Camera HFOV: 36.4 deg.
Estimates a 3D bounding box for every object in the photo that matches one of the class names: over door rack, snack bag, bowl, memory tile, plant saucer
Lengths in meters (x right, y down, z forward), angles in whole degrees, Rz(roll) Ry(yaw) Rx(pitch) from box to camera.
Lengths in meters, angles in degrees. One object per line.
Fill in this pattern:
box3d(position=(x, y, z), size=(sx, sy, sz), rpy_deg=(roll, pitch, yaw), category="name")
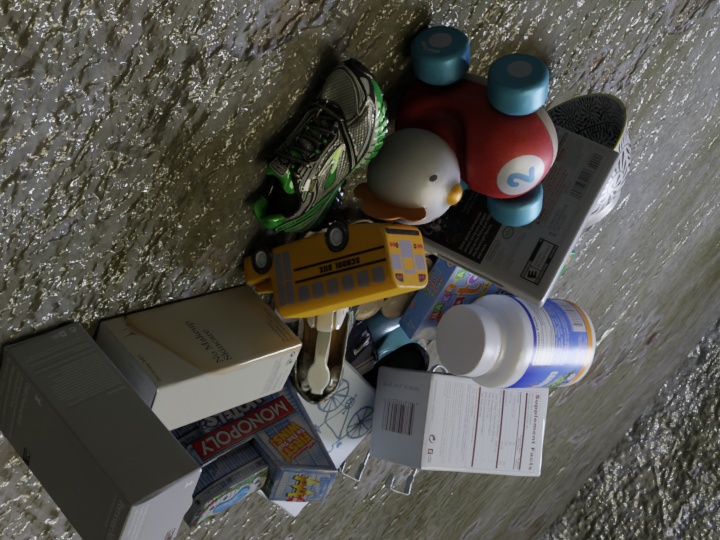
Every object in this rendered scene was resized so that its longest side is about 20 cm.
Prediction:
box3d(position=(0.072, 0.222, 1.518), size=(0.067, 0.147, 0.201), rpy_deg=(43, 68, -22), category="over door rack")
box3d(position=(-0.062, 0.206, 1.357), size=(0.201, 0.021, 0.189), rpy_deg=(-49, 143, -5), category="snack bag")
box3d(position=(0.261, -0.114, 1.345), size=(0.201, 0.201, 0.094), rpy_deg=(-45, 116, -3), category="bowl")
box3d(position=(0.000, 0.000, 1.270), size=(0.197, 0.017, 0.155), rpy_deg=(-1, 131, -32), category="memory tile")
box3d(position=(0.019, 0.128, 1.543), size=(0.199, 0.027, 0.201), rpy_deg=(-36, 153, -22), category="plant saucer")

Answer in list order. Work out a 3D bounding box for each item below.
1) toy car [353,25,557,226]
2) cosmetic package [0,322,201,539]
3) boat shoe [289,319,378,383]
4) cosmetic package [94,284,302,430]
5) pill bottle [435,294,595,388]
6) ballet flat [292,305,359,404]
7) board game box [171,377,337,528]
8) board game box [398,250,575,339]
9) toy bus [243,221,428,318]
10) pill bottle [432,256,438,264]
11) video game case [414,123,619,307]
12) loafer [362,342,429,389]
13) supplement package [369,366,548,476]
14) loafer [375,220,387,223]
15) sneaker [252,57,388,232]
box3d(position=(0.083, -0.102, 1.099), size=(0.200, 0.175, 0.186), rpy_deg=(-47, 149, -30), category="toy car")
box3d(position=(-0.241, 0.157, 0.987), size=(0.089, 0.200, 0.108), rpy_deg=(-19, 144, -42), category="cosmetic package")
box3d(position=(-0.069, 0.111, 1.353), size=(0.198, 0.074, 0.094), rpy_deg=(-31, 132, -26), category="boat shoe")
box3d(position=(-0.167, 0.089, 1.116), size=(0.198, 0.103, 0.074), rpy_deg=(-15, 140, -49), category="cosmetic package")
box3d(position=(0.187, 0.087, 1.335), size=(0.198, 0.112, 0.113), rpy_deg=(4, 127, -41), category="pill bottle")
box3d(position=(-0.038, 0.064, 1.210), size=(0.071, 0.072, 0.204), rpy_deg=(-20, 129, -42), category="ballet flat")
box3d(position=(-0.129, 0.185, 1.198), size=(0.198, 0.200, 0.062), rpy_deg=(-23, 148, -39), category="board game box")
box3d(position=(0.159, 0.021, 1.366), size=(0.198, 0.037, 0.152), rpy_deg=(2, 129, -40), category="board game box")
box3d(position=(-0.029, -0.001, 1.112), size=(0.198, 0.080, 0.065), rpy_deg=(-16, 171, 39), category="toy bus")
box3d(position=(0.151, -0.003, 1.460), size=(0.110, 0.111, 0.202), rpy_deg=(-19, 143, -43), category="pill bottle")
box3d(position=(0.167, -0.083, 1.225), size=(0.202, 0.180, 0.023), rpy_deg=(-59, 162, -15), category="video game case")
box3d(position=(0.015, 0.177, 1.474), size=(0.200, 0.068, 0.070), rpy_deg=(-44, 171, 1), category="loafer")
box3d(position=(0.127, 0.193, 1.394), size=(0.197, 0.116, 0.120), rpy_deg=(11, 83, -34), category="supplement package")
box3d(position=(0.092, -0.074, 1.313), size=(0.200, 0.070, 0.068), rpy_deg=(-38, 153, -17), category="loafer")
box3d(position=(-0.040, -0.111, 1.051), size=(0.084, 0.078, 0.202), rpy_deg=(-14, 140, -46), category="sneaker")
